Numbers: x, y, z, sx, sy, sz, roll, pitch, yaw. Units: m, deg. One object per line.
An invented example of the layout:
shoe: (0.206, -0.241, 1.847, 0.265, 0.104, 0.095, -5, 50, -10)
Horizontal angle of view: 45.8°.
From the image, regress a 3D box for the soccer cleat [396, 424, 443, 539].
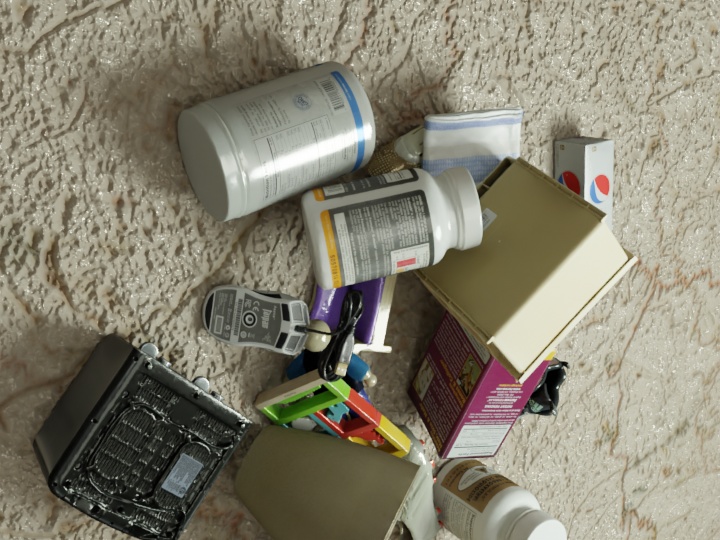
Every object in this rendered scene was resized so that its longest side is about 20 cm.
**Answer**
soccer cleat: (0.069, 0.318, 1.232, 0.076, 0.069, 0.204, -24, 117, -23)

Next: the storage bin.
storage bin: (0.188, -0.012, 1.040, 0.200, 0.199, 0.094, -46, 131, 2)

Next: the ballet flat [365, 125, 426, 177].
ballet flat: (0.092, -0.165, 1.120, 0.197, 0.071, 0.066, -22, 152, -34)

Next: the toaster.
toaster: (-0.248, 0.197, 0.959, 0.180, 0.118, 0.202, 39, 80, -33)

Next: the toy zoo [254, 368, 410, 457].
toy zoo: (-0.026, 0.206, 1.099, 0.200, 0.130, 0.021, 44, 41, -26)

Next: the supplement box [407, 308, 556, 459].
supplement box: (0.160, 0.139, 1.161, 0.101, 0.132, 0.203, 5, 125, -28)

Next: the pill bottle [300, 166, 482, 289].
pill bottle: (0.035, -0.054, 0.990, 0.195, 0.117, 0.119, -12, 110, -6)

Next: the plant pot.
plant pot: (-0.051, 0.281, 1.057, 0.197, 0.187, 0.190, 27, 86, 10)

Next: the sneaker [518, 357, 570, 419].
sneaker: (0.233, 0.198, 1.262, 0.201, 0.139, 0.078, -51, 123, -12)

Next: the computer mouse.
computer mouse: (-0.094, 0.060, 1.018, 0.044, 0.195, 0.112, -10, 111, -74)

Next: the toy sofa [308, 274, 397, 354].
toy sofa: (0.000, 0.000, 1.096, 0.096, 0.082, 0.205, 7, 98, -34)

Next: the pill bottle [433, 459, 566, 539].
pill bottle: (0.200, 0.363, 1.246, 0.112, 0.199, 0.117, -9, 107, -31)

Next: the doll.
doll: (-0.037, 0.144, 1.093, 0.049, 0.133, 0.203, -68, 149, -44)

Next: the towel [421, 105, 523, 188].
towel: (0.146, -0.109, 1.109, 0.144, 0.024, 0.205, -8, 111, -21)

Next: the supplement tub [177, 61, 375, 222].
supplement tub: (-0.093, -0.149, 0.968, 0.197, 0.131, 0.135, -24, 114, -25)

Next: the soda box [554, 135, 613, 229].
soda box: (0.341, -0.099, 1.303, 0.063, 0.068, 0.205, -14, 109, -29)
